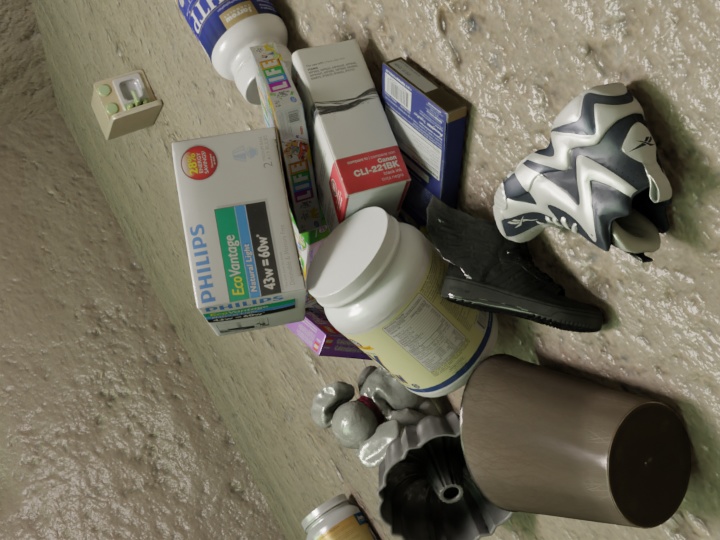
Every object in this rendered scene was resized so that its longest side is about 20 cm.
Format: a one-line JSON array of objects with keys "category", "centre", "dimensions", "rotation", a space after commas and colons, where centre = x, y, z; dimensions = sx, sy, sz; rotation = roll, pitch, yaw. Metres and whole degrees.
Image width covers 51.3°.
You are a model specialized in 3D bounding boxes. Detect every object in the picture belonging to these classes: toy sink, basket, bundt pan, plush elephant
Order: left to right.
[{"category": "toy sink", "centre": [-0.586, -0.419, 1.870], "dimensions": [0.113, 0.129, 0.200], "rotation": [67, 158, -5]}, {"category": "plush elephant", "centre": [0.024, 0.217, 1.113], "dimensions": [0.165, 0.154, 0.201], "rotation": [43, 167, 37]}, {"category": "bundt pan", "centre": [0.113, 0.274, 1.006], "dimensions": [0.076, 0.199, 0.204], "rotation": [-109, 6, -63]}, {"category": "basket", "centre": [0.215, 0.180, 0.760], "dimensions": [0.199, 0.135, 0.182], "rotation": [-3, 105, 62]}]

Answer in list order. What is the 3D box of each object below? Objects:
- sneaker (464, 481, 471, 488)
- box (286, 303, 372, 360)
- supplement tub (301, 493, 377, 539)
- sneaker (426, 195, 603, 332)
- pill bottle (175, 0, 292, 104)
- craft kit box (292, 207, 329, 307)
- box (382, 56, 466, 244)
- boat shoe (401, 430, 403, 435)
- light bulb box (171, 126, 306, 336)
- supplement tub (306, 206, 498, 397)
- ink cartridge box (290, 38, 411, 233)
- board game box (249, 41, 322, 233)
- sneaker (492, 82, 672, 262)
[{"category": "sneaker", "centre": [0.156, 0.371, 1.141], "dimensions": [0.111, 0.078, 0.201], "rotation": [24, 149, 37]}, {"category": "box", "centre": [-0.058, 0.085, 1.241], "dimensions": [0.200, 0.136, 0.040], "rotation": [35, 109, 49]}, {"category": "supplement tub", "centre": [-0.034, 0.632, 1.714], "dimensions": [0.201, 0.144, 0.145], "rotation": [55, 155, 22]}, {"category": "sneaker", "centre": [0.155, -0.007, 0.768], "dimensions": [0.198, 0.105, 0.060], "rotation": [12, 171, 24]}, {"category": "pill bottle", "centre": [-0.173, -0.345, 1.074], "dimensions": [0.201, 0.119, 0.120], "rotation": [58, 156, 14]}, {"category": "craft kit box", "centre": [-0.117, -0.076, 1.164], "dimensions": [0.201, 0.048, 0.198], "rotation": [52, 155, 29]}, {"category": "box", "centre": [0.069, -0.132, 0.880], "dimensions": [0.121, 0.032, 0.201], "rotation": [48, 151, 36]}, {"category": "boat shoe", "centre": [0.074, 0.309, 1.269], "dimensions": [0.073, 0.060, 0.201], "rotation": [64, 157, 1]}, {"category": "light bulb box", "centre": [-0.142, -0.039, 0.916], "dimensions": [0.200, 0.123, 0.201], "rotation": [111, 148, -76]}, {"category": "supplement tub", "centre": [0.048, 0.037, 0.863], "dimensions": [0.200, 0.146, 0.145], "rotation": [42, 168, -28]}, {"category": "ink cartridge box", "centre": [-0.019, -0.154, 0.918], "dimensions": [0.145, 0.083, 0.202], "rotation": [108, 144, -68]}, {"category": "board game box", "centre": [-0.093, -0.164, 0.950], "dimensions": [0.201, 0.034, 0.135], "rotation": [83, 167, -49]}, {"category": "sneaker", "centre": [0.192, -0.047, 0.640], "dimensions": [0.131, 0.079, 0.200], "rotation": [65, 148, 21]}]
